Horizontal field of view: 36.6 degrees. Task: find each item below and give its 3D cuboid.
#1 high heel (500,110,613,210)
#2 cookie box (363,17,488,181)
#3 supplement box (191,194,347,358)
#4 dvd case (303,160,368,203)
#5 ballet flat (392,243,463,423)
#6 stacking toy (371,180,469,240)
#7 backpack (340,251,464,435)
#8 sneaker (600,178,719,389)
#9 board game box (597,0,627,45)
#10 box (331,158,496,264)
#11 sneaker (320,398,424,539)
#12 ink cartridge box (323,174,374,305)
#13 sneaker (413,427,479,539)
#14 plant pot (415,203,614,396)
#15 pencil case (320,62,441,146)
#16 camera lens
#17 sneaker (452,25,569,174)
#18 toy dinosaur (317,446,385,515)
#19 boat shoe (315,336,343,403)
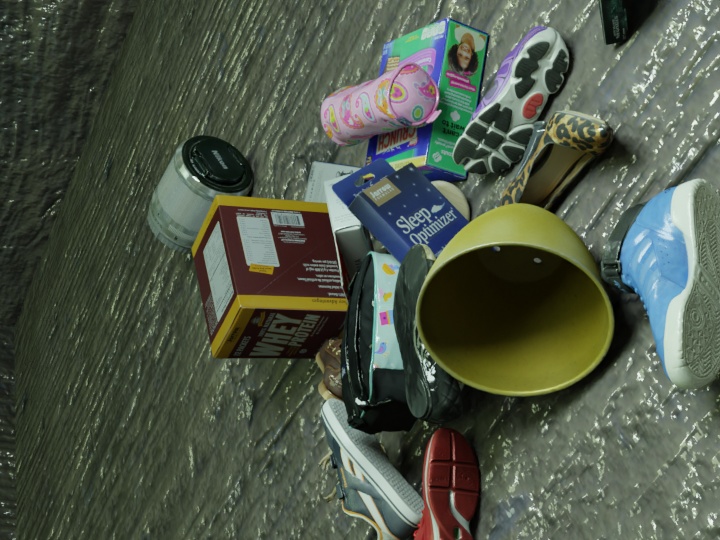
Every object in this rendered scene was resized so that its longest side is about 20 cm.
[{"bbox_3d":[0.213,-0.097,1.187,0.200,0.071,0.144,-167,96,-79],"label":"high heel"},{"bbox_3d":[0.086,-0.221,1.486,0.171,0.075,0.202,-4,76,61],"label":"cookie box"},{"bbox_3d":[-0.126,0.013,1.620,0.133,0.196,0.201,-56,41,46],"label":"supplement box"},{"bbox_3d":[-0.044,-0.095,1.732,0.200,0.025,0.152,19,95,63],"label":"dvd case"},{"bbox_3d":[0.074,0.070,1.201,0.066,0.056,0.202,-23,67,52],"label":"ballet flat"},{"bbox_3d":[0.064,-0.069,1.464,0.200,0.085,0.086,-4,75,65],"label":"stacking toy"},{"bbox_3d":[0.051,0.080,1.314,0.176,0.152,0.202,104,161,-64],"label":"backpack"},{"bbox_3d":[0.278,0.020,1.014,0.111,0.076,0.202,-22,55,51],"label":"sneaker"},{"bbox_3d":[0.260,-0.367,1.180,0.028,0.135,0.202,-9,64,14],"label":"board game box"},{"bbox_3d":[0.068,-0.055,1.290,0.200,0.121,0.032,46,132,9],"label":"box"},{"bbox_3d":[-0.002,0.257,1.369,0.079,0.078,0.200,-47,63,18],"label":"sneaker"},{"bbox_3d":[0.000,0.000,1.466,0.201,0.043,0.175,72,-175,-53],"label":"ink cartridge box"},{"bbox_3d":[0.080,0.292,1.276,0.115,0.078,0.202,-32,50,52],"label":"sneaker"},{"bbox_3d":[0.166,0.011,1.147,0.200,0.199,0.142,-54,12,37],"label":"plant pot"},{"bbox_3d":[0.025,-0.214,1.432,0.200,0.087,0.088,-3,76,60],"label":"pencil case"},{"bbox_3d":[-0.312,-0.149,2.116,0.200,0.159,0.161,-52,37,40],"label":"camera lens"},{"bbox_3d":[0.184,-0.204,1.321,0.201,0.080,0.084,-55,18,23],"label":"sneaker"},{"bbox_3d":[-0.003,0.262,1.491,0.101,0.058,0.201,-35,38,30],"label":"toy dinosaur"},{"bbox_3d":[-0.018,0.128,1.510,0.071,0.070,0.200,-59,11,10],"label":"boat shoe"}]
